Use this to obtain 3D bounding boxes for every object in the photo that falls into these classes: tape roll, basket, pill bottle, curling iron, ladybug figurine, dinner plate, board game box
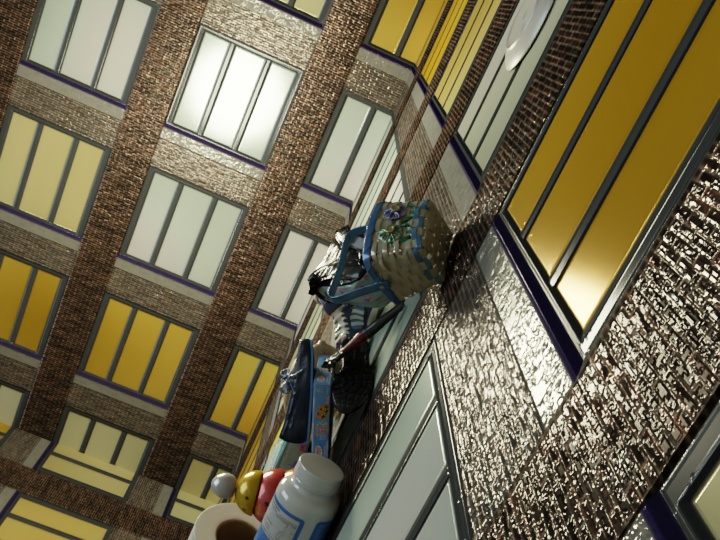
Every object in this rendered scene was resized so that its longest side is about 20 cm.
[{"bbox_3d":[-0.278,0.615,1.672,0.203,0.202,0.139,-83,18,-66],"label":"tape roll"},{"bbox_3d":[0.046,-0.032,1.325,0.199,0.139,0.177,-20,37,29],"label":"basket"},{"bbox_3d":[-0.104,0.419,1.345,0.112,0.112,0.201,-98,33,-77],"label":"pill bottle"},{"bbox_3d":[0.007,0.129,1.495,0.200,0.026,0.050,-38,16,5],"label":"curling iron"},{"bbox_3d":[-0.100,0.239,1.650,0.072,0.135,0.201,27,105,59],"label":"ladybug figurine"},{"bbox_3d":[0.302,-0.455,1.417,0.200,0.024,0.201,-158,90,-83],"label":"dinner plate"},{"bbox_3d":[-0.074,0.287,1.550,0.151,0.036,0.201,-86,0,-76],"label":"board game box"}]

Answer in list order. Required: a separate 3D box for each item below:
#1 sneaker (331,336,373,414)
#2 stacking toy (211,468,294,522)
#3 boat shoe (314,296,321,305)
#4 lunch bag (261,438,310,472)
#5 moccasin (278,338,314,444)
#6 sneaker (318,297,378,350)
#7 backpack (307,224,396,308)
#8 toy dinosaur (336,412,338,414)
[{"bbox_3d":[-0.012,0.223,1.533,0.200,0.075,0.088,-78,-7,-57],"label":"sneaker"},{"bbox_3d":[-0.195,0.442,1.551,0.146,0.199,0.147,-169,90,-89],"label":"stacking toy"},{"bbox_3d":[-0.108,0.042,2.741,0.200,0.072,0.065,-58,5,22],"label":"boat shoe"},{"bbox_3d":[-0.187,0.469,1.950,0.200,0.077,0.161,129,163,-66],"label":"lunch bag"},{"bbox_3d":[-0.123,0.229,1.505,0.080,0.068,0.201,95,179,-80],"label":"moccasin"},{"bbox_3d":[-0.048,0.104,1.717,0.081,0.146,0.200,-45,16,42],"label":"sneaker"},{"bbox_3d":[0.000,0.000,1.616,0.200,0.126,0.167,2,63,57],"label":"backpack"},{"bbox_3d":[-0.053,0.275,1.733,0.200,0.058,0.101,-54,25,5],"label":"toy dinosaur"}]
